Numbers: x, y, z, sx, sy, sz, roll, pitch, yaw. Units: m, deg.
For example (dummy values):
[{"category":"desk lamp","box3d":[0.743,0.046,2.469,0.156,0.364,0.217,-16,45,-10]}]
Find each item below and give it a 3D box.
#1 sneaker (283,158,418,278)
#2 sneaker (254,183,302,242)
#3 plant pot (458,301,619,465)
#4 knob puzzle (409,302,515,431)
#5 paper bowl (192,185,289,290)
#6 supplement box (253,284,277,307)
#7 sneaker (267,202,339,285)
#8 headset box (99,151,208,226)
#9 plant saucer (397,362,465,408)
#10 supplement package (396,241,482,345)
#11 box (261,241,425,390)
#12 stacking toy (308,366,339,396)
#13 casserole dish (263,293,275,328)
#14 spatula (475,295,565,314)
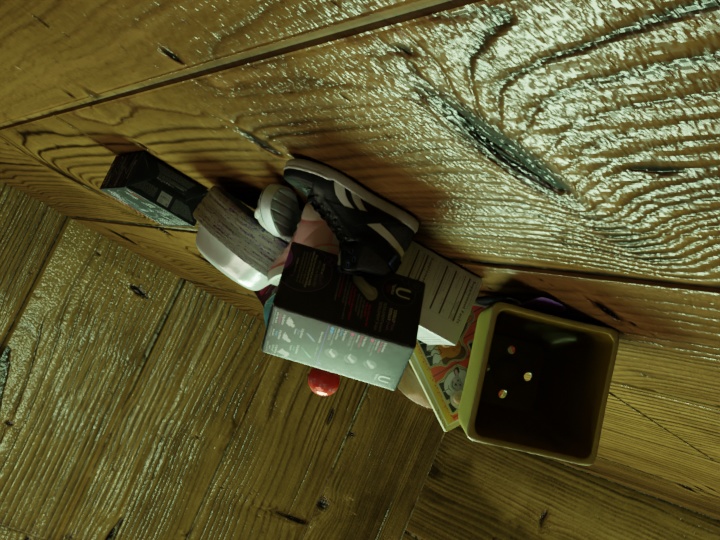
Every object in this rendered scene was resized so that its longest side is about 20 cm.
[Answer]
[{"category":"sneaker","box3d":[-0.027,-0.058,1.218,0.198,0.113,0.073,27,169,-8]},{"category":"sneaker","box3d":[-0.134,-0.087,1.437,0.070,0.074,0.200,19,169,13]},{"category":"plant pot","box3d":[0.246,0.162,1.394,0.192,0.198,0.200,13,177,-7]},{"category":"knob puzzle","box3d":[0.184,0.137,1.505,0.217,0.222,0.030,27,168,-11]},{"category":"paper bowl","box3d":[-0.201,-0.045,1.575,0.200,0.105,0.201,37,-176,-3]},{"category":"supplement box","box3d":[-0.136,0.021,1.682,0.061,0.109,0.200,35,-170,-40]},{"category":"sneaker","box3d":[-0.075,-0.039,1.409,0.074,0.106,0.199,15,157,-28]},{"category":"headset box","box3d":[-0.388,-0.148,1.723,0.148,0.078,0.199,31,169,-27]},{"category":"plant saucer","box3d":[0.139,0.131,1.551,0.198,0.202,0.036,24,155,4]},{"category":"supplement package","box3d":[0.064,0.021,1.399,0.198,0.111,0.114,28,169,-15]},{"category":"box","box3d":[-0.023,0.063,1.266,0.197,0.123,0.107,17,137,-3]},{"category":"stacking toy","box3d":[-0.028,0.116,1.548,0.084,0.203,0.085,23,170,4]},{"category":"casserole dish","box3d":[-0.079,0.038,1.501,0.198,0.121,0.039,-18,105,34]},{"category":"spatula","box3d":[0.232,0.050,1.391,0.056,0.021,0.199,22,173,-25]}]
